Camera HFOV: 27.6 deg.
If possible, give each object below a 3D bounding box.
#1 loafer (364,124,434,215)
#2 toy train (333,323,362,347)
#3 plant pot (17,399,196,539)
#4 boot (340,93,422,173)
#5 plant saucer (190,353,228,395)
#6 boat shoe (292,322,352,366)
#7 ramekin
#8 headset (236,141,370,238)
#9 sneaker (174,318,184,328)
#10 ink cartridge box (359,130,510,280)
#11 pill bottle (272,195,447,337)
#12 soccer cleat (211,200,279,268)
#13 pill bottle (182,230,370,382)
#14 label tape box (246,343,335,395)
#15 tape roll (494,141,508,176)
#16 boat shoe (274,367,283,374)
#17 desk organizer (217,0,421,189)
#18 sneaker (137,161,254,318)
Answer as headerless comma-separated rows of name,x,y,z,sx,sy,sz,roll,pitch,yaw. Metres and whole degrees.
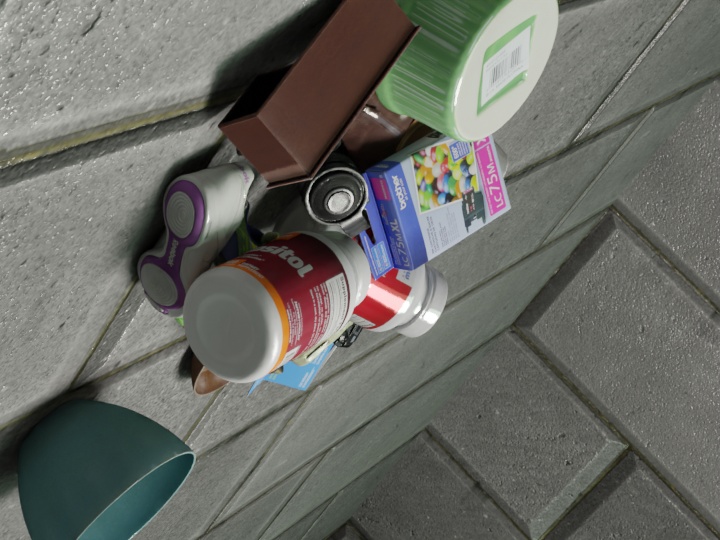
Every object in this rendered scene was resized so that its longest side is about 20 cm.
loafer,0.041,-0.129,1.712,0.200,0.067,0.076,-49,-161,-7
toy train,0.022,0.014,1.917,0.201,0.034,0.046,-59,143,1
plant pot,-0.298,0.222,1.608,0.200,0.135,0.200,-42,167,-13
boot,-0.006,-0.149,1.590,0.200,0.073,0.166,-48,155,19
plant saucer,-0.147,0.077,1.866,0.200,0.034,0.201,-42,166,-13
boat shoe,-0.028,0.041,1.871,0.199,0.072,0.062,-38,130,2
ramekin,0.112,-0.228,1.475,0.200,0.097,0.201,-41,151,-29
headset,-0.053,-0.099,1.457,0.093,0.124,0.200,-30,152,2
sneaker,-0.132,0.015,1.626,0.084,0.077,0.200,-47,169,28
ink cartridge box,0.077,-0.082,1.617,0.199,0.121,0.042,-30,-156,-32
pill bottle,0.000,0.000,1.657,0.199,0.113,0.112,28,114,-33
soccer cleat,-0.104,0.006,1.541,0.084,0.065,0.201,-42,133,-12
pill bottle,-0.075,0.027,1.444,0.113,0.113,0.199,-53,166,32
label tape box,-0.062,0.090,2.007,0.200,0.063,0.145,-53,176,-44
tape roll,0.084,-0.098,1.781,0.202,0.071,0.203,-41,-165,14
boat shoe,-0.135,0.092,1.747,0.073,0.077,0.200,-12,175,0
desk organizer,-0.036,-0.176,1.329,0.071,0.077,0.201,-7,-138,52
sneaker,-0.154,-0.027,1.426,0.099,0.075,0.201,-32,162,-41
